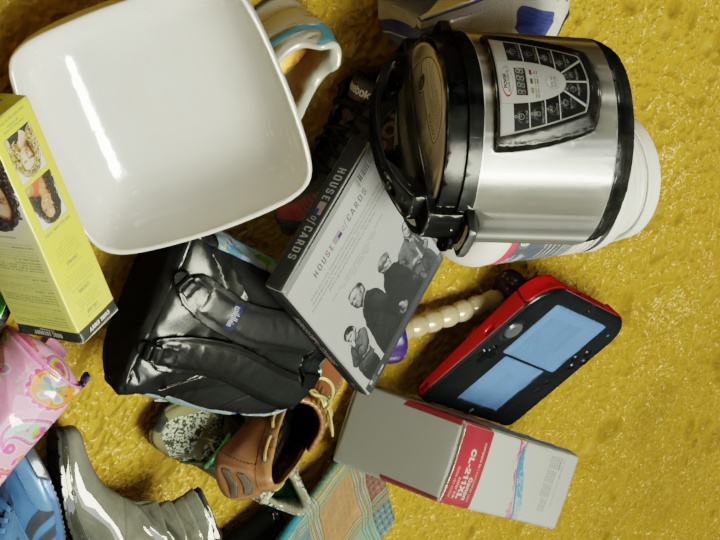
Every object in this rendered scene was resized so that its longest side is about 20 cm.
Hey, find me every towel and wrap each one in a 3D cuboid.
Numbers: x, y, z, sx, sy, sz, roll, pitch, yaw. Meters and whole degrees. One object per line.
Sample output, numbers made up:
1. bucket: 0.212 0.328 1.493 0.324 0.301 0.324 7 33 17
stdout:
1. towel: -0.029 0.267 1.723 0.200 0.022 0.147 -51 142 -37

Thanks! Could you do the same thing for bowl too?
1. bowl: -0.150 -0.126 1.344 0.199 0.075 0.200 -18 117 7

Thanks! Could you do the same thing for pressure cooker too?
1. pressure cooker: 0.105 -0.105 1.420 0.199 0.176 0.180 2 107 -13

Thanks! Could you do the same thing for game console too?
1. game console: 0.166 0.085 1.757 0.177 0.031 0.200 -46 148 13

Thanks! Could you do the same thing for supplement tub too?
1. supplement tub: 0.164 -0.081 1.618 0.199 0.140 0.141 -8 122 -34

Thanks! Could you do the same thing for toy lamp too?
1. toy lamp: 0.073 0.047 1.694 0.199 0.058 0.058 -16 127 -32

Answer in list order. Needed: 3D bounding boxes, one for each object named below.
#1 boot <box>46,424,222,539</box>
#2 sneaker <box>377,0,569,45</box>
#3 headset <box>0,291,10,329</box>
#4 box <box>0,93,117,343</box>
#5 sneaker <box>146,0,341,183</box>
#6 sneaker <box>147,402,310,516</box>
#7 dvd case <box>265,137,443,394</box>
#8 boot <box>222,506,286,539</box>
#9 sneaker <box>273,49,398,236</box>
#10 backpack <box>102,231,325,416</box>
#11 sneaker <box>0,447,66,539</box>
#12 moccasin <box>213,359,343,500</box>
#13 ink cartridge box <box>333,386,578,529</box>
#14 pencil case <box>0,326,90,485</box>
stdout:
1. boot: -0.197 0.214 1.544 0.130 0.068 0.201 -18 104 -17
2. sneaker: 0.118 -0.217 1.537 0.199 0.080 0.116 -25 128 -25
3. headset: -0.341 0.045 1.345 0.200 0.094 0.124 -45 136 -21
4. box: -0.259 -0.039 1.342 0.050 0.075 0.201 -49 132 -39
5. sneaker: -0.101 -0.133 1.423 0.200 0.081 0.076 -48 137 0
6. sneaker: -0.110 0.174 1.611 0.200 0.089 0.077 30 98 -44
7. dvd case: 0.000 0.000 1.501 0.151 0.025 0.200 -60 147 -16
8. boot: -0.140 0.282 1.671 0.162 0.073 0.199 -33 137 -15
9. sneaker: -0.005 -0.116 1.515 0.200 0.071 0.098 -41 135 -11
10. backpack: -0.114 0.046 1.501 0.199 0.154 0.164 20 97 -30
11. sneaker: -0.300 0.228 1.517 0.078 0.066 0.201 -19 128 -22
12. moccasin: -0.059 0.134 1.585 0.201 0.077 0.074 -44 125 -55
13. ink cartridge box: 0.097 0.184 1.716 0.200 0.145 0.083 21 86 -47
14. pencil case: -0.316 0.137 1.434 0.200 0.087 0.087 -50 135 -1
